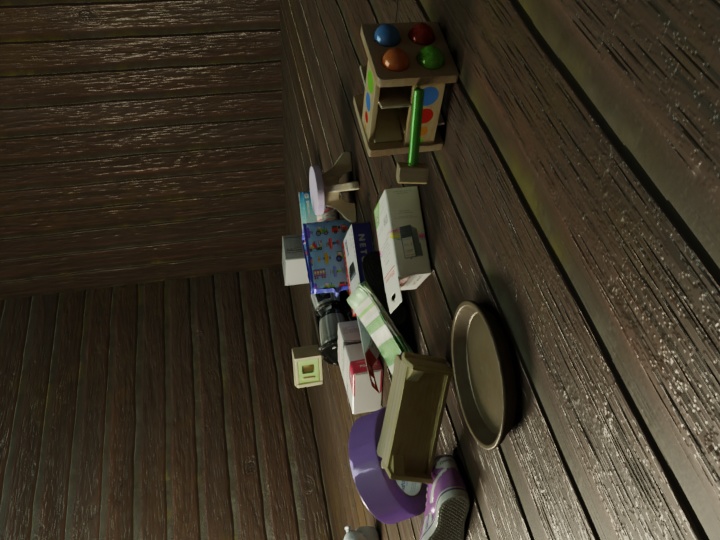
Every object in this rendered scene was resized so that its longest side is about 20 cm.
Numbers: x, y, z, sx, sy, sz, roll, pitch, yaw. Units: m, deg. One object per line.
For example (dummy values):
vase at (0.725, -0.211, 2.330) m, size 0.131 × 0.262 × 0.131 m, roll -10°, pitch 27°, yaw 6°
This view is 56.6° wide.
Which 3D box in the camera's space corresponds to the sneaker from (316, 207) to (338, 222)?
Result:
sneaker at (-0.101, -0.135, 2.107) m, size 0.201 × 0.073 × 0.108 m, roll -110°, pitch 12°, yaw -66°

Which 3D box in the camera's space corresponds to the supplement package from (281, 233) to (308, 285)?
supplement package at (-0.232, -0.044, 2.656) m, size 0.202 × 0.150 × 0.114 m, roll 103°, pitch 159°, yaw -60°

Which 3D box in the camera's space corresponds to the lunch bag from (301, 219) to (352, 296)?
lunch bag at (-0.075, -0.028, 1.833) m, size 0.095 × 0.145 × 0.206 m, roll 104°, pitch 158°, yaw -62°

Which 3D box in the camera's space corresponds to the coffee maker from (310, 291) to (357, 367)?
coffee maker at (-0.079, 0.169, 2.015) m, size 0.194 × 0.130 × 0.205 m, roll 98°, pitch 163°, yaw -55°

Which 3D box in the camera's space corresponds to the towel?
towel at (0.041, 0.126, 1.395) m, size 0.203 × 0.023 × 0.153 m, roll 57°, pitch 160°, yaw 7°

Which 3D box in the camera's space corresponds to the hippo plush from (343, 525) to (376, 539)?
hippo plush at (-0.023, 0.840, 2.000) m, size 0.158 × 0.195 × 0.167 m, roll 19°, pitch 109°, yaw 54°

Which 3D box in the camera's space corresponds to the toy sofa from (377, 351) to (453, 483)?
toy sofa at (0.093, 0.246, 1.135) m, size 0.097 × 0.080 × 0.207 m, roll -150°, pitch 70°, yaw -75°

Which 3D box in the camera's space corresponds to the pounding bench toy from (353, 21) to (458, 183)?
pounding bench toy at (0.072, -0.249, 0.983) m, size 0.158 × 0.120 × 0.204 m, roll 99°, pitch 161°, yaw -53°

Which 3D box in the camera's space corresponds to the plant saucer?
plant saucer at (0.170, 0.143, 0.930) m, size 0.200 × 0.028 × 0.207 m, roll 174°, pitch 90°, yaw -79°

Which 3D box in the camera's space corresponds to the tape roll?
tape roll at (0.058, 0.367, 1.268) m, size 0.200 × 0.064 × 0.204 m, roll 45°, pitch -148°, yaw -37°

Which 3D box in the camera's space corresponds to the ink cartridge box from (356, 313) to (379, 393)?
ink cartridge box at (0.032, 0.172, 1.556) m, size 0.163 × 0.049 × 0.206 m, roll 65°, pitch -169°, yaw -72°

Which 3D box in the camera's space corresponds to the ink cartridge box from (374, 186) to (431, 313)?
ink cartridge box at (0.078, -0.035, 1.223) m, size 0.117 × 0.065 × 0.207 m, roll 123°, pitch 140°, yaw -73°

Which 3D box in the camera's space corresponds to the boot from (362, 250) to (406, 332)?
boot at (0.045, 0.072, 1.463) m, size 0.132 × 0.066 × 0.204 m, roll 97°, pitch 159°, yaw -55°

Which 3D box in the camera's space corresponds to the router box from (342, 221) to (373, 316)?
router box at (0.000, 0.000, 1.713) m, size 0.180 × 0.047 × 0.207 m, roll 123°, pitch 140°, yaw -74°

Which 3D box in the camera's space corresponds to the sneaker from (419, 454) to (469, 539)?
sneaker at (0.139, 0.405, 1.162) m, size 0.116 × 0.070 × 0.205 m, roll -105°, pitch 24°, yaw -52°

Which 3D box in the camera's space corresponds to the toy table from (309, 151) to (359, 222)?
toy table at (-0.073, -0.219, 1.807) m, size 0.200 × 0.113 × 0.190 m, roll -126°, pitch 31°, yaw -71°

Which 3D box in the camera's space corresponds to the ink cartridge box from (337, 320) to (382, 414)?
ink cartridge box at (-0.004, 0.253, 1.783) m, size 0.202 × 0.081 × 0.148 m, roll -111°, pitch 18°, yaw -52°

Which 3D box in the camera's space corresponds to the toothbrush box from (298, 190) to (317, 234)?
toothbrush box at (-0.170, -0.187, 2.428) m, size 0.146 × 0.082 × 0.207 m, roll -161°, pitch 66°, yaw -77°

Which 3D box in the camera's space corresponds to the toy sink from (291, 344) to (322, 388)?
toy sink at (-0.243, 0.465, 3.081) m, size 0.112 × 0.126 × 0.206 m, roll -120°, pitch 27°, yaw -64°
